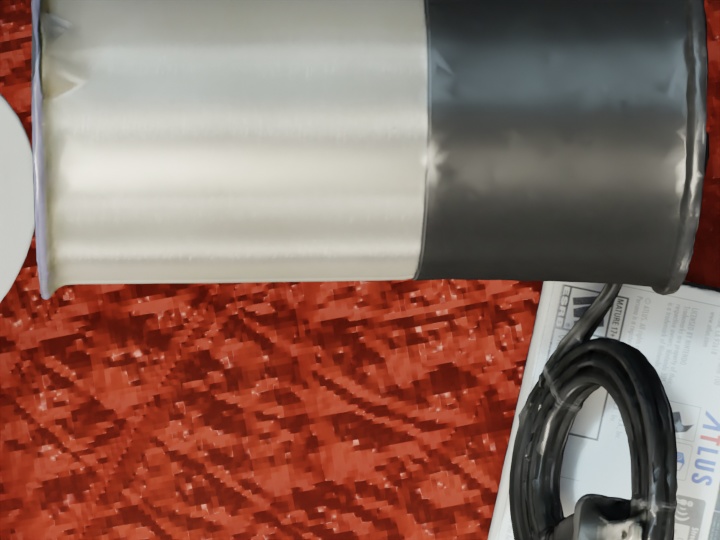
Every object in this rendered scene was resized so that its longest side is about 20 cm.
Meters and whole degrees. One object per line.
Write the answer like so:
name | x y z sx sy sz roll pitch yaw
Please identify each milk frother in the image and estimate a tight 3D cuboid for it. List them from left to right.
milk frother | 0.000 0.000 0.862 0.187 0.181 0.201 -1 66 -3

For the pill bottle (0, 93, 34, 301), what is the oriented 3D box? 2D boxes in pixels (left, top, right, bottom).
pill bottle | -0.189 -0.039 0.915 0.200 0.109 0.110 22 88 51

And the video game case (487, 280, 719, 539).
video game case | 0.126 0.110 0.939 0.181 0.036 0.201 11 86 10
